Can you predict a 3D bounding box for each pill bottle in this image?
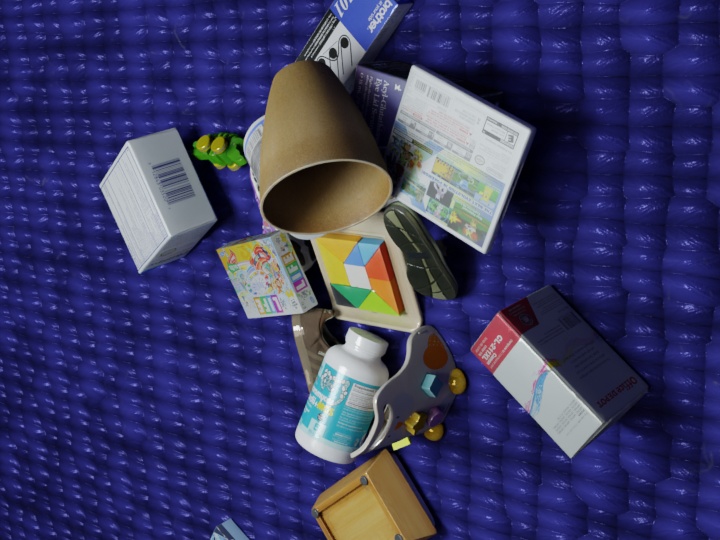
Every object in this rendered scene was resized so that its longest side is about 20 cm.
[{"bbox_3d":[-0.023,0.197,1.666,0.110,0.110,0.203,25,97,31],"label":"pill bottle"},{"bbox_3d":[-0.103,-0.147,1.607,0.115,0.112,0.201,-63,37,32],"label":"pill bottle"}]

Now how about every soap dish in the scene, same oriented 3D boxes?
[{"bbox_3d":[0.016,0.411,1.731,0.200,0.081,0.159,-42,75,40],"label":"soap dish"}]

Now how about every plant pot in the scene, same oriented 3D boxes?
[{"bbox_3d":[-0.063,-0.183,1.449,0.186,0.184,0.203,-37,54,39],"label":"plant pot"}]

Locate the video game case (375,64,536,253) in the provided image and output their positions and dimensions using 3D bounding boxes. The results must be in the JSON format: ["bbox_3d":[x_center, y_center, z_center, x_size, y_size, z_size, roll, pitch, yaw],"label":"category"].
[{"bbox_3d":[0.122,-0.150,1.391,0.199,0.022,0.185,34,121,26],"label":"video game case"}]

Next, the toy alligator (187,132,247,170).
[{"bbox_3d":[-0.255,-0.216,1.804,0.198,0.059,0.055,12,66,44],"label":"toy alligator"}]

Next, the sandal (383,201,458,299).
[{"bbox_3d":[0.098,-0.030,1.519,0.079,0.058,0.203,7,138,35],"label":"sandal"}]

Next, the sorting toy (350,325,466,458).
[{"bbox_3d":[0.057,0.212,1.577,0.106,0.179,0.202,37,123,25],"label":"sorting toy"}]

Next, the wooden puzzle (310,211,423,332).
[{"bbox_3d":[0.000,0.000,1.630,0.183,0.037,0.203,9,124,38],"label":"wooden puzzle"}]

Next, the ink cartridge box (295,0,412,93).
[{"bbox_3d":[-0.013,-0.357,1.565,0.094,0.044,0.201,50,128,15],"label":"ink cartridge box"}]

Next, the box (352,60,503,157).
[{"bbox_3d":[0.088,-0.204,1.486,0.198,0.104,0.151,22,115,33],"label":"box"}]

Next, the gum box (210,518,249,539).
[{"bbox_3d":[-0.244,0.615,2.026,0.170,0.044,0.202,41,125,24],"label":"gum box"}]

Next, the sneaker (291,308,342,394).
[{"bbox_3d":[-0.055,0.158,1.727,0.074,0.071,0.203,-14,112,6],"label":"sneaker"}]

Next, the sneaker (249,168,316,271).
[{"bbox_3d":[-0.145,-0.086,1.731,0.083,0.080,0.203,-20,90,46],"label":"sneaker"}]

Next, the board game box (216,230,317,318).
[{"bbox_3d":[-0.159,0.009,1.743,0.199,0.034,0.136,-9,108,57],"label":"board game box"}]

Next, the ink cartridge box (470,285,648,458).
[{"bbox_3d":[0.269,0.133,1.403,0.200,0.145,0.083,48,128,19],"label":"ink cartridge box"}]

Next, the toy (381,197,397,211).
[{"bbox_3d":[-0.012,-0.142,1.623,0.114,0.047,0.203,-28,85,40],"label":"toy"}]

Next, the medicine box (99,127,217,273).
[{"bbox_3d":[-0.363,-0.121,1.851,0.200,0.102,0.185,-35,79,57],"label":"medicine box"}]
